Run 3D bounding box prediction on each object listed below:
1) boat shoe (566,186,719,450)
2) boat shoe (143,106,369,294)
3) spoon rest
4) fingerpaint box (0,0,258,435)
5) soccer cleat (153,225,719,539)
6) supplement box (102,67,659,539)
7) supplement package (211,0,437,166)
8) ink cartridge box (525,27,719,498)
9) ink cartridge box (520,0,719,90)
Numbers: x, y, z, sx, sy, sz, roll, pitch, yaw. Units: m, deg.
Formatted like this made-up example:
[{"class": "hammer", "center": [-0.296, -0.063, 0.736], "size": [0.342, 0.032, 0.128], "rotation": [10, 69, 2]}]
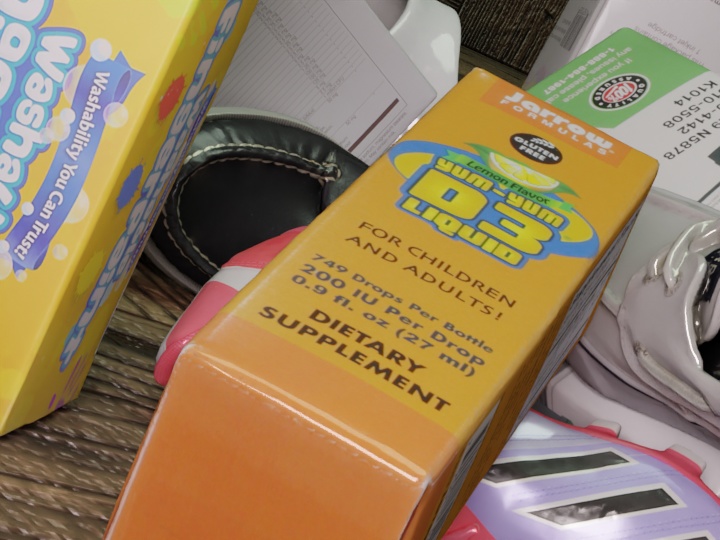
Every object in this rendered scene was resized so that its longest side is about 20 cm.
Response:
[{"class": "boat shoe", "center": [0.109, 0.017, 0.677], "size": [0.200, 0.072, 0.066], "rotation": [50, -16, 49]}, {"class": "boat shoe", "center": [0.000, 0.000, 0.887], "size": [0.199, 0.074, 0.060], "rotation": [30, -1, -42]}, {"class": "spoon rest", "center": [0.007, -0.062, 1.043], "size": [0.099, 0.061, 0.201], "rotation": [33, 41, -17]}, {"class": "fingerpaint box", "center": [-0.111, -0.087, 0.616], "size": [0.166, 0.201, 0.073], "rotation": [28, 10, 7]}, {"class": "soccer cleat", "center": [0.032, 0.062, 0.681], "size": [0.200, 0.067, 0.076], "rotation": [39, 50, 18]}, {"class": "supplement box", "center": [0.012, 0.017, 0.608], "size": [0.066, 0.069, 0.200], "rotation": [27, 28, 9]}, {"class": "supplement package", "center": [-0.084, -0.107, 0.894], "size": [0.200, 0.114, 0.109], "rotation": [50, -8, -37]}, {"class": "ink cartridge box", "center": [0.107, 0.018, 0.796], "size": [0.200, 0.146, 0.085], "rotation": [34, -30, 45]}, {"class": "ink cartridge box", "center": [0.124, -0.073, 1.247], "size": [0.085, 0.201, 0.148], "rotation": [26, 9, -5]}]
